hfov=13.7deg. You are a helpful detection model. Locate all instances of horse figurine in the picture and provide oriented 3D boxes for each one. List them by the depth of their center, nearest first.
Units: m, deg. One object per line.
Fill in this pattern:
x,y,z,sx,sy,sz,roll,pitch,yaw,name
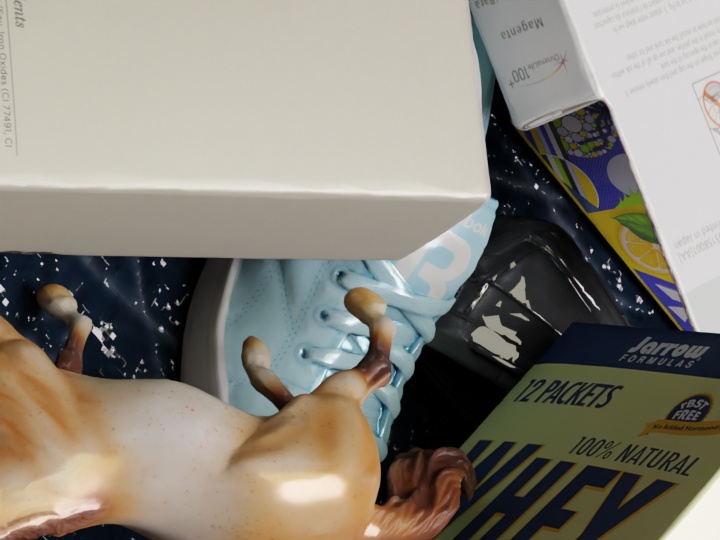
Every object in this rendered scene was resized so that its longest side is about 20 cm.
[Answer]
-0.053,0.046,0.843,0.199,0.050,0.133,13,33,-12,horse figurine

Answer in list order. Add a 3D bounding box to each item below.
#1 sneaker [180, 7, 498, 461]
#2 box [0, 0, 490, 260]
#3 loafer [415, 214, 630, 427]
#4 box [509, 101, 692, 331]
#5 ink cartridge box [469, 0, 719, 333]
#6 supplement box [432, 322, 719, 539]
0.000,0.000,0.938,0.074,0.082,0.201,25,62,-36,sneaker
-0.067,-0.049,0.853,0.199,0.068,0.083,3,72,-25,box
0.084,0.072,1.015,0.201,0.068,0.070,52,61,-18,loafer
0.145,-0.012,1.092,0.200,0.070,0.064,48,48,-24,box
0.122,-0.080,1.010,0.200,0.043,0.174,-25,96,-46,ink cartridge box
0.093,0.156,0.906,0.200,0.134,0.200,-46,112,-21,supplement box
